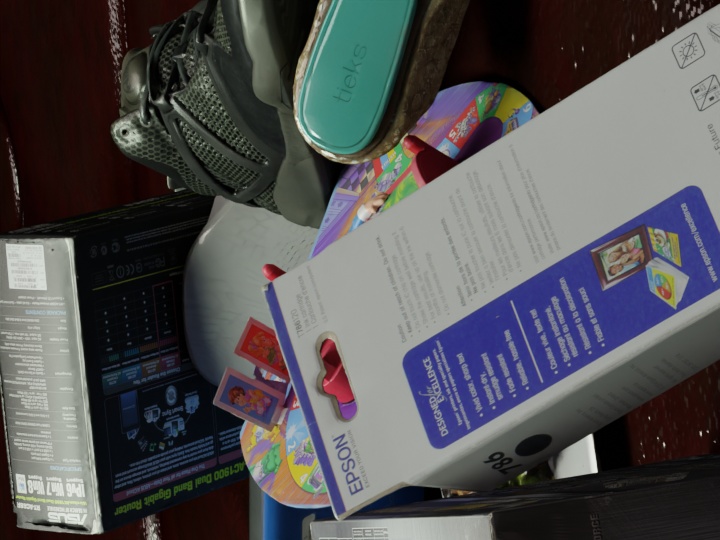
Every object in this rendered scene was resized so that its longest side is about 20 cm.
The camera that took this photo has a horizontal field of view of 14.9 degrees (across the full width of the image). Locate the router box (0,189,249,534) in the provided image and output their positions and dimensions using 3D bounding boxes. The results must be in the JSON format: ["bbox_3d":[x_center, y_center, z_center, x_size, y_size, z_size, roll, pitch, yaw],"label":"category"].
[{"bbox_3d":[-0.102,0.040,1.433,0.062,0.200,0.151,0,99,35],"label":"router box"}]

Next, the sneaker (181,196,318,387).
[{"bbox_3d":[-0.041,-0.039,1.405,0.088,0.075,0.201,-52,-27,-81],"label":"sneaker"}]

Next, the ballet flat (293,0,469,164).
[{"bbox_3d":[0.025,-0.140,1.133,0.201,0.070,0.065,-65,-15,20],"label":"ballet flat"}]

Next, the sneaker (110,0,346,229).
[{"bbox_3d":[-0.065,-0.093,1.225,0.200,0.113,0.077,79,-157,-59],"label":"sneaker"}]

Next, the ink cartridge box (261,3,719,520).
[{"bbox_3d":[0.067,0.001,0.909,0.039,0.199,0.100,35,-149,-53],"label":"ink cartridge box"}]

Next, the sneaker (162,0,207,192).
[{"bbox_3d":[-0.085,-0.115,1.501,0.200,0.074,0.089,109,153,-65],"label":"sneaker"}]

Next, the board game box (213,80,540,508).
[{"bbox_3d":[0.000,0.000,1.154,0.158,0.039,0.201,-7,58,56],"label":"board game box"}]

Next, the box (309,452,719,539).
[{"bbox_3d":[0.086,0.092,0.909,0.200,0.157,0.049,161,100,-72],"label":"box"}]

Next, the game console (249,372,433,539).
[{"bbox_3d":[-0.022,0.093,1.340,0.118,0.170,0.201,25,126,38],"label":"game console"}]

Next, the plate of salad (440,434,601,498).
[{"bbox_3d":[0.055,0.079,1.187,0.200,0.048,0.201,172,90,-74],"label":"plate of salad"}]
